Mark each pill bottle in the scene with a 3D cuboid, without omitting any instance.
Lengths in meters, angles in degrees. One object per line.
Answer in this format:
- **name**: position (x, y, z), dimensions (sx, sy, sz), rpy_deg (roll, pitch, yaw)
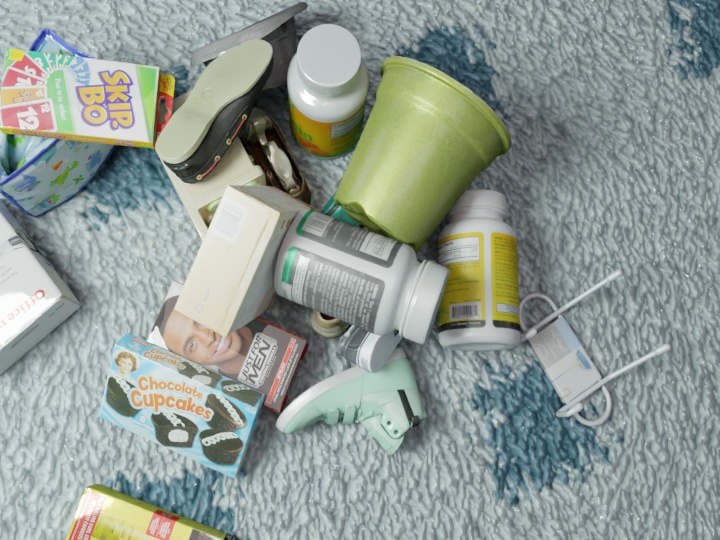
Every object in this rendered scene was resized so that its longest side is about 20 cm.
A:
- **pill bottle**: position (-0.045, -0.239, 0.962), dimensions (0.107, 0.200, 0.115), rpy_deg (1, 77, -4)
- **pill bottle**: position (0.002, 0.010, 0.867), dimensions (0.195, 0.113, 0.116), rpy_deg (21, 77, 9)
- **pill bottle**: position (0.159, 0.001, 0.969), dimensions (0.109, 0.113, 0.207), rpy_deg (2, 78, -4)

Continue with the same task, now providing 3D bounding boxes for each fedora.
- **fedora**: position (-0.143, -0.298, 1.004), dimensions (0.172, 0.201, 0.092), rpy_deg (-14, 113, 25)

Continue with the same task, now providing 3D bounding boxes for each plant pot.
- **plant pot**: position (0.063, -0.134, 0.916), dimensions (0.198, 0.200, 0.187), rpy_deg (33, 87, 4)

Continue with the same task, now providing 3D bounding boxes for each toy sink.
- **toy sink**: position (-0.193, -0.121, 0.963), dimensions (0.110, 0.131, 0.203), rpy_deg (-27, 80, -10)

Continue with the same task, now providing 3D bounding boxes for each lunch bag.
- **lunch bag**: position (-0.406, -0.178, 0.937), dimensions (0.125, 0.170, 0.204), rpy_deg (26, 78, -2)

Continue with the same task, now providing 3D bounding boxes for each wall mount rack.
- **wall mount rack**: position (0.311, 0.102, 0.978), dimensions (0.171, 0.075, 0.203), rpy_deg (-30, 82, -11)

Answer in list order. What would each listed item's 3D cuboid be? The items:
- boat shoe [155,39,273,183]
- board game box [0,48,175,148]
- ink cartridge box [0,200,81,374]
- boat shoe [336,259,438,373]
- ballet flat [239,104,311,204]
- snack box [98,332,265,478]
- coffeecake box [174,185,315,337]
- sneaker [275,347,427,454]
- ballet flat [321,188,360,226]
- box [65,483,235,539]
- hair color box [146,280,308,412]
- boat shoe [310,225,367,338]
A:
- **boat shoe**: position (-0.173, -0.200, 0.887), dimensions (0.072, 0.063, 0.204), rpy_deg (26, 74, 26)
- **board game box**: position (-0.326, -0.205, 0.858), dimensions (0.194, 0.030, 0.099), rpy_deg (5, 81, -13)
- **ink cartridge box**: position (-0.491, 0.012, 0.934), dimensions (0.146, 0.086, 0.201), rpy_deg (-40, 84, -11)
- **boat shoe**: position (0.039, 0.051, 0.961), dimensions (0.066, 0.073, 0.201), rpy_deg (20, 53, 28)
- **ballet flat**: position (-0.132, -0.172, 1.007), dimensions (0.067, 0.072, 0.203), rpy_deg (-27, 81, -13)
- **snack box**: position (-0.229, 0.173, 0.911), dimensions (0.195, 0.037, 0.119), rpy_deg (23, 114, 2)
- **coffeecake box**: position (-0.135, -0.020, 0.886), dimensions (0.072, 0.200, 0.157), rpy_deg (26, 99, 4)
- **sneaker**: position (-0.006, 0.195, 0.932), dimensions (0.196, 0.074, 0.120), rpy_deg (-24, 74, -11)
- **ballet flat**: position (0.019, -0.137, 1.021), dimensions (0.070, 0.067, 0.203), rpy_deg (36, 75, -20)
- **box**: position (-0.262, 0.339, 0.897), dimensions (0.195, 0.050, 0.077), rpy_deg (22, 78, 1)
- **hair color box**: position (-0.176, 0.103, 0.949), dimensions (0.195, 0.061, 0.104), rpy_deg (22, 78, 2)
- **boat shoe**: position (0.000, 0.000, 0.979), dimensions (0.073, 0.069, 0.203), rpy_deg (29, 75, 4)
